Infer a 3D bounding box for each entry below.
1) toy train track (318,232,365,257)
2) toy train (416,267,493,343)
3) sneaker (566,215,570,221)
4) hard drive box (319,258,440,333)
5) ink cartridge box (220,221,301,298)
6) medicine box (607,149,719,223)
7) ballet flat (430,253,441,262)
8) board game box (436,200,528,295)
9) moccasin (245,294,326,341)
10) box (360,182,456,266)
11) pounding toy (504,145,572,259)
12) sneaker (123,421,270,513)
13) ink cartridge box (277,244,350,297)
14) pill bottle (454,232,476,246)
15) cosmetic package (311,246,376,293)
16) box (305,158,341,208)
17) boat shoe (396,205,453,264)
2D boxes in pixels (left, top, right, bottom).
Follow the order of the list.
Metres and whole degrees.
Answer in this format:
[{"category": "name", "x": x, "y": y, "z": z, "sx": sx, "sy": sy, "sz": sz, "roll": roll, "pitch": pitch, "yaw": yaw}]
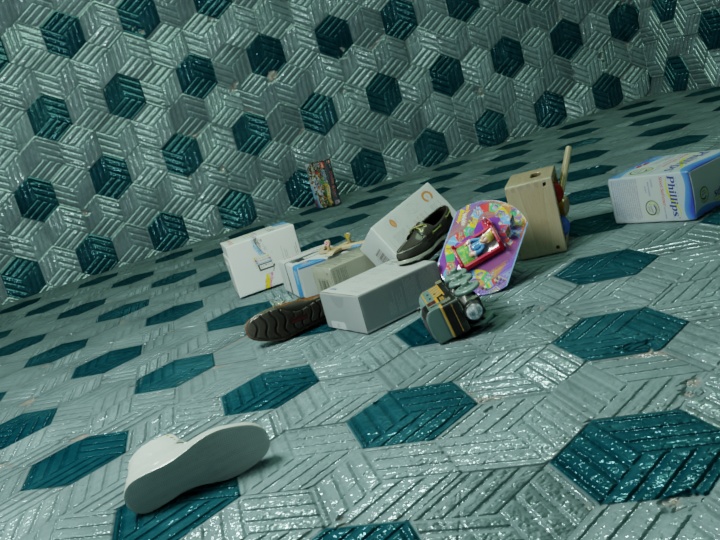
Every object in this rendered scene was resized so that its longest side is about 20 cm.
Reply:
[{"category": "toy train track", "x": -0.018, "y": -0.072, "z": 1.874, "sx": 0.197, "sy": 0.033, "sz": 0.114, "roll": -10, "pitch": 13, "yaw": 32}, {"category": "toy train", "x": 0.156, "y": 0.059, "z": 1.372, "sx": 0.112, "sy": 0.086, "sz": 0.200, "roll": -26, "pitch": 12, "yaw": 1}, {"category": "sneaker", "x": 0.425, "y": -0.143, "z": 1.893, "sx": 0.080, "sy": 0.085, "sz": 0.199, "roll": -21, "pitch": 12, "yaw": -26}, {"category": "hard drive box", "x": 0.042, "y": 0.047, "z": 1.576, "sx": 0.198, "sy": 0.078, "sz": 0.155, "roll": -23, "pitch": 13, "yaw": -29}, {"category": "ink cartridge box", "x": -0.269, "y": -0.033, "z": 2.179, "sx": 0.197, "sy": 0.147, "sz": 0.147, "roll": -19, "pitch": 12, "yaw": -13}, {"category": "medicine box", "x": 0.668, "y": -0.180, "z": 1.685, "sx": 0.180, "sy": 0.105, "sz": 0.199, "roll": -24, "pitch": 13, "yaw": -32}, {"category": "ballet flat", "x": 0.190, "y": -0.033, "z": 1.779, "sx": 0.065, "sy": 0.058, "sz": 0.199, "roll": -10, "pitch": 14, "yaw": 34}, {"category": "board game box", "x": 0.229, "y": -0.054, "z": 1.530, "sx": 0.156, "sy": 0.203, "sz": 0.039, "roll": 13, "pitch": -16, "yaw": 31}, {"category": "moccasin", "x": -0.147, "y": 0.094, "z": 1.632, "sx": 0.199, "sy": 0.075, "sz": 0.077, "roll": -25, "pitch": 6, "yaw": -24}, {"category": "box", "x": 0.116, "y": -0.080, "z": 1.762, "sx": 0.199, "sy": 0.125, "sz": 0.098, "roll": -39, "pitch": -11, "yaw": -29}, {"category": "pounding toy", "x": 0.404, "y": -0.151, "z": 1.712, "sx": 0.140, "sy": 0.188, "sz": 0.200, "roll": -11, "pitch": 13, "yaw": 20}, {"category": "sneaker", "x": -0.225, "y": 0.243, "z": 1.067, "sx": 0.197, "sy": 0.075, "sz": 0.115, "roll": -21, "pitch": 16, "yaw": -12}, {"category": "ink cartridge box", "x": -0.110, "y": 0.001, "z": 1.964, "sx": 0.142, "sy": 0.086, "sz": 0.200, "roll": -19, "pitch": 12, "yaw": -17}, {"category": "pill bottle", "x": 0.253, "y": -0.056, "z": 1.671, "sx": 0.108, "sy": 0.112, "sz": 0.200, "roll": -11, "pitch": 13, "yaw": 20}, {"category": "cosmetic package", "x": 0.000, "y": 0.000, "z": 1.814, "sx": 0.197, "sy": 0.089, "sz": 0.103, "roll": -24, "pitch": 12, "yaw": -26}, {"category": "box", "x": -0.164, "y": -0.378, "z": 3.442, "sx": 0.037, "sy": 0.204, "sz": 0.135, "roll": -24, "pitch": 14, "yaw": -39}, {"category": "boat shoe", "x": 0.132, "y": -0.074, "z": 1.645, "sx": 0.071, "sy": 0.062, "sz": 0.200, "roll": -7, "pitch": 20, "yaw": 41}]
